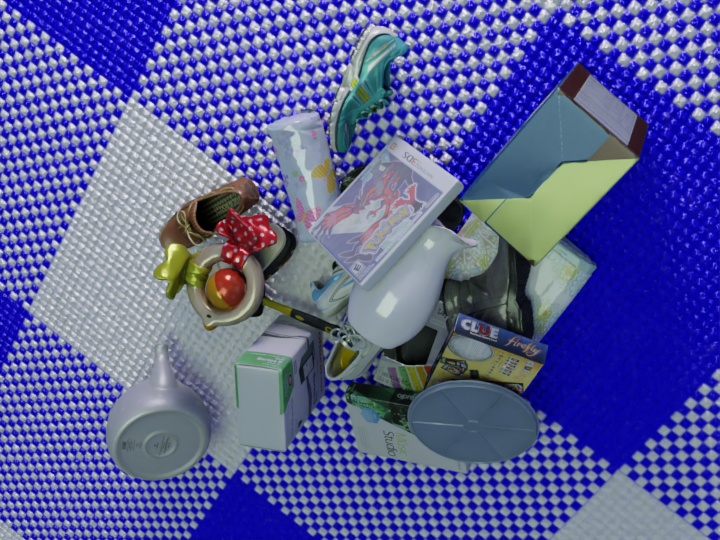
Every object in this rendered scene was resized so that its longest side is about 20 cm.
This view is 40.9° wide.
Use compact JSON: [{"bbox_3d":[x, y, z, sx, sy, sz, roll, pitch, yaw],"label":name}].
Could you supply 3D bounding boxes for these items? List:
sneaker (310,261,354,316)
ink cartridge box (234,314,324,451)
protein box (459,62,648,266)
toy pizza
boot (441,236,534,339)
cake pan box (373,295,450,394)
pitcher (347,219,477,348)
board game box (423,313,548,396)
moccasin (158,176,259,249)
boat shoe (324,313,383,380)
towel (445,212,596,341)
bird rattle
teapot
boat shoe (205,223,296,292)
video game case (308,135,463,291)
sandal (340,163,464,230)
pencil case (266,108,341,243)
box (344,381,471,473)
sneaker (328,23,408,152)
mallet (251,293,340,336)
[{"bbox_3d":[0.000,0.000,1.526,0.199,0.072,0.073,-34,87,24],"label":"sneaker"},{"bbox_3d":[-0.127,0.177,1.567,0.083,0.200,0.147,5,112,16],"label":"ink cartridge box"},{"bbox_3d":[0.263,-0.147,1.294,0.135,0.200,0.199,41,118,1],"label":"protein box"},{"bbox_3d":[0.170,0.224,1.457,0.198,0.032,0.201,7,135,7],"label":"toy pizza"},{"bbox_3d":[0.176,0.015,1.395,0.131,0.070,0.202,0,92,30],"label":"boot"},{"bbox_3d":[0.132,0.126,1.534,0.199,0.052,0.185,24,114,10],"label":"cake pan box"},{"bbox_3d":[0.055,-0.004,1.410,0.201,0.121,0.172,-56,45,14],"label":"pitcher"},{"bbox_3d":[0.179,0.146,1.418,0.135,0.035,0.200,20,147,1],"label":"board game box"},{"bbox_3d":[-0.256,-0.084,1.582,0.200,0.078,0.074,-21,99,26],"label":"moccasin"},{"bbox_3d":[-0.007,0.101,1.515,0.075,0.086,0.202,53,131,24],"label":"boat shoe"},{"bbox_3d":[0.223,-0.003,1.431,0.200,0.048,0.172,40,112,15],"label":"towel"},{"bbox_3d":[-0.212,0.003,1.520,0.199,0.113,0.164,-24,86,5],"label":"bird rattle"},{"bbox_3d":[-0.365,0.268,1.727,0.199,0.146,0.198,-36,126,5],"label":"teapot"},{"bbox_3d":[-0.187,0.004,1.573,0.201,0.063,0.074,-41,69,12],"label":"boat shoe"},{"bbox_3d":[0.031,-0.087,1.393,0.200,0.182,0.023,-48,130,2],"label":"video game case"},{"bbox_3d":[0.060,-0.111,1.471,0.199,0.048,0.076,16,115,14],"label":"sandal"},{"bbox_3d":[-0.082,-0.144,1.493,0.090,0.083,0.201,-4,109,41],"label":"pencil case"},{"bbox_3d":[0.080,0.257,1.579,0.198,0.036,0.145,6,132,22],"label":"box"},{"bbox_3d":[0.006,-0.259,1.423,0.079,0.078,0.201,24,117,0],"label":"sneaker"},{"bbox_3d":[-0.119,0.076,1.591,0.199,0.041,0.066,28,119,25],"label":"mallet"}]
